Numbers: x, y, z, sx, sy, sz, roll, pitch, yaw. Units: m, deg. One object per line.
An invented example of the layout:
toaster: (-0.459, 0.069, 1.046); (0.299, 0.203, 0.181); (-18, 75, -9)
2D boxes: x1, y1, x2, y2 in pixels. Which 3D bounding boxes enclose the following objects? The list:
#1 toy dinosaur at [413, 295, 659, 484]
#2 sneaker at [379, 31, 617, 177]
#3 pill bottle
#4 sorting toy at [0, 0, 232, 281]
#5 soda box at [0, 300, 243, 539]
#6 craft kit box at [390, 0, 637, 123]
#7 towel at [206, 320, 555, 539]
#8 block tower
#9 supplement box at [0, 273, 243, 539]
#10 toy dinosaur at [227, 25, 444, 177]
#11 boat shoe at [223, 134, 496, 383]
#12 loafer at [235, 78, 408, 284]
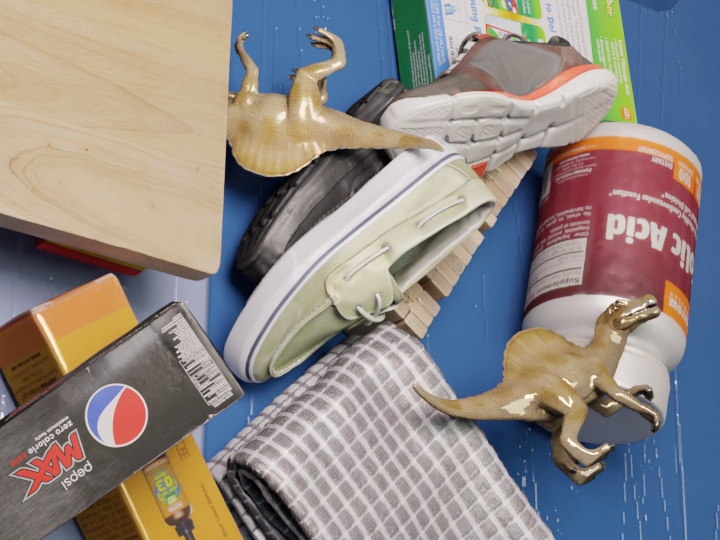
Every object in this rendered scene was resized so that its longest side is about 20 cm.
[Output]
toy dinosaur: (0.121, 0.083, 1.414); (0.199, 0.058, 0.101); (-23, 69, -34)
sneaker: (0.079, -0.117, 1.496); (0.199, 0.077, 0.082); (-11, 53, -41)
pill bottle: (0.172, 0.009, 1.549); (0.114, 0.114, 0.201); (27, 58, -28)
sorting toy: (-0.179, -0.104, 1.319); (0.199, 0.069, 0.200); (16, 64, -33)
soda box: (-0.162, 0.097, 1.210); (0.199, 0.071, 0.064); (-34, 95, -8)
craft kit box: (0.106, -0.203, 1.628); (0.196, 0.048, 0.201); (7, 68, -35)
towel: (0.016, 0.154, 1.385); (0.201, 0.085, 0.166); (55, 49, -8)
block tower: (0.051, -0.032, 1.507); (0.054, 0.058, 0.200); (46, 49, -16)
supplement box: (-0.136, 0.109, 1.293); (0.066, 0.069, 0.201); (-26, 88, -41)
toy dinosaur: (-0.039, -0.099, 1.426); (0.198, 0.058, 0.102); (6, 54, 8)
boat shoe: (0.000, 0.000, 1.391); (0.200, 0.072, 0.062); (-46, 66, -8)
loafer: (-0.009, -0.050, 1.455); (0.070, 0.068, 0.201); (47, 47, -7)
